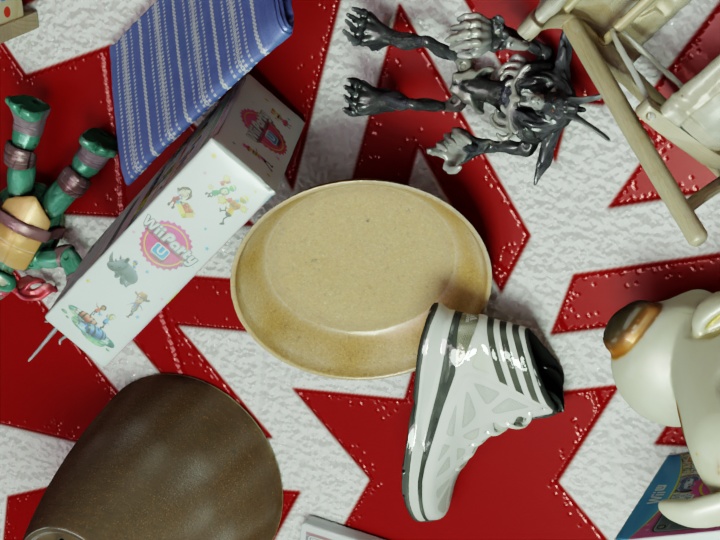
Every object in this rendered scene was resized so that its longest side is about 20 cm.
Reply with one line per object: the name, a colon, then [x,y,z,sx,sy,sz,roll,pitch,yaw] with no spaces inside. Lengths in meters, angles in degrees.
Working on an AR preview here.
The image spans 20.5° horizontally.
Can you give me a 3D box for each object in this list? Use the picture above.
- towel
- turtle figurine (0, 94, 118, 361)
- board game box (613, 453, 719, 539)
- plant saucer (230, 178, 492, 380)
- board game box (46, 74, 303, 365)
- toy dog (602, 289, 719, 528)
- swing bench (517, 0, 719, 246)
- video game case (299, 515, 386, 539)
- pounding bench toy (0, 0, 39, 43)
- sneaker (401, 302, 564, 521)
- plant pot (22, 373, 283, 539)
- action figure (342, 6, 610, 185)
towel: [-0.121,-0.174,1.508,0.024,0.146,0.200,23,132,-36]
turtle figurine: [-0.280,-0.036,1.641,0.149,0.101,0.201,19,107,-20]
board game box: [0.298,0.176,1.412,0.198,0.147,0.065,-12,105,28]
plant saucer: [0.000,0.000,1.517,0.198,0.036,0.201,-1,131,-1]
board game box: [-0.139,-0.039,1.515,0.064,0.148,0.200,40,113,-10]
toy dog: [0.259,0.086,1.389,0.194,0.200,0.139,-50,125,-2]
swing bench: [0.249,-0.163,1.323,0.199,0.130,0.201,-42,83,32]
video game case: [0.008,0.317,1.684,0.142,0.018,0.202,15,115,20]
pounding bench toy: [-0.382,-0.258,1.594,0.198,0.124,0.158,3,110,25]
sneaker: [0.096,0.123,1.534,0.114,0.076,0.202,11,126,8]
plant pot: [-0.189,0.210,1.634,0.185,0.200,0.189,9,114,23]
action figure: [0.080,-0.128,1.433,0.198,0.102,0.120,13,103,23]
